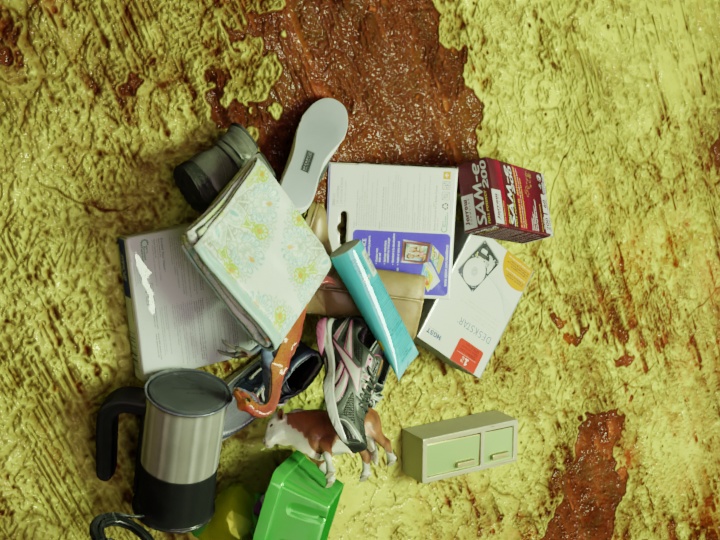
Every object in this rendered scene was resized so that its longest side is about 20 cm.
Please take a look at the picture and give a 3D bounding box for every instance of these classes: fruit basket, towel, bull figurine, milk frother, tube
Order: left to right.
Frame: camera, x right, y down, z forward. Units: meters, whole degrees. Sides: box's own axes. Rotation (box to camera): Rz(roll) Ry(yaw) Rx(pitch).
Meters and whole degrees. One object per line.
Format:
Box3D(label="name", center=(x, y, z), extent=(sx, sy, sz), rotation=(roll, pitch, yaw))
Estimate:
Box3D(label="milk frother", center=(-0.260, 0.260, 1.294), extent=(0.177, 0.200, 0.191), rotation=(3, 115, -18))
Box3D(label="towel", center=(-0.130, -0.022, 1.306), extent=(0.201, 0.048, 0.172), rotation=(55, 51, -26))
Box3D(label="fruit basket", center=(-0.140, 0.343, 1.432), extent=(0.213, 0.215, 0.158), rotation=(18, 91, -32))
Box3D(label="bull figurine", center=(-0.042, 0.246, 1.437), extent=(0.197, 0.123, 0.065), rotation=(-4, 145, -35))
Box3D(label="tube", center=(0.025, 0.053, 1.416), extent=(0.077, 0.050, 0.202), rotation=(-44, 110, -48))

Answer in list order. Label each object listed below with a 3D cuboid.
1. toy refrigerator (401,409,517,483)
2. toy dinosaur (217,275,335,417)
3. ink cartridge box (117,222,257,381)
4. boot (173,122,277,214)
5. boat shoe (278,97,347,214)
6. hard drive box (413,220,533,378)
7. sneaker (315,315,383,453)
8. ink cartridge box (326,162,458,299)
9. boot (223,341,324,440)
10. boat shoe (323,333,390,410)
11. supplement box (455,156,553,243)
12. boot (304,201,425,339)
Box3D(label="toy refrigerator", center=(0.169, 0.293, 1.657), extent=(0.197, 0.070, 0.077), rotation=(-5, 101, -31))
Box3D(label="toy dinosaur", center=(-0.120, 0.107, 1.344), extent=(0.199, 0.183, 0.105), rotation=(-36, 132, 17))
Box3D(label="ink cartridge box", center=(-0.229, 0.034, 1.384), extent=(0.197, 0.043, 0.200), rotation=(-12, 104, -33))
Box3D(label="boot", center=(-0.157, -0.091, 1.358), extent=(0.130, 0.067, 0.202), rotation=(-38, 111, -32))
Box3D(label="boat shoe", center=(-0.075, -0.156, 1.430), extent=(0.069, 0.066, 0.203), rotation=(23, 63, -12))
Box3D(label="hard drive box", center=(0.169, 0.046, 1.610), extent=(0.155, 0.076, 0.202), rotation=(32, 82, -31))
Box3D(label="sneaker", center=(-0.007, 0.150, 1.397), extent=(0.085, 0.080, 0.203), rotation=(-15, 68, 9))
Box3D(label="ink cartridge box", center=(0.045, -0.062, 1.511), extent=(0.196, 0.043, 0.202), rotation=(3, 96, 0))
Box3D(label="boot", center=(-0.143, 0.175, 1.432), extent=(0.200, 0.090, 0.073), rotation=(-47, 118, -16))
Box3D(label="boat shoe", center=(0.007, 0.179, 1.538), extent=(0.073, 0.068, 0.202), rotation=(32, 81, -31))
Box3D(label="supplement box", center=(0.230, -0.108, 1.573), extent=(0.199, 0.060, 0.111), rotation=(4, 75, -53))
Box3D(label="boot", center=(0.000, 0.000, 1.463), extent=(0.196, 0.066, 0.178), rotation=(10, 106, -6))
